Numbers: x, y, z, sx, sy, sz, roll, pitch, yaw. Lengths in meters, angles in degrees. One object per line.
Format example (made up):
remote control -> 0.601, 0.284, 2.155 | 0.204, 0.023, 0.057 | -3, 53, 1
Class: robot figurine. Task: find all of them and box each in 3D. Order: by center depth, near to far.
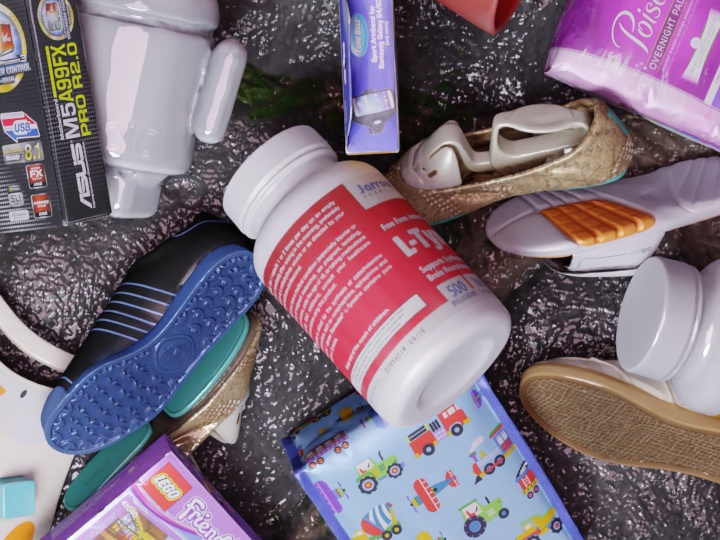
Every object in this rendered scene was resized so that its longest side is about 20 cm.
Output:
robot figurine -> -0.161, -0.139, 1.674 | 0.168, 0.113, 0.202 | 12, 95, 14

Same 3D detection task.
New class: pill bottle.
pill bottle -> 0.000, 0.000, 1.634 | 0.112, 0.112, 0.200 | -44, 71, 3
pill bottle -> 0.284, 0.054, 1.680 | 0.199, 0.111, 0.112 | 15, 95, -15

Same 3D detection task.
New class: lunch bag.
lunch bag -> 0.060, 0.172, 1.725 | 0.150, 0.094, 0.201 | -32, 104, -1

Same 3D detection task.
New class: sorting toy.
sorting toy -> -0.282, 0.110, 1.716 | 0.199, 0.107, 0.181 | 37, 74, -4

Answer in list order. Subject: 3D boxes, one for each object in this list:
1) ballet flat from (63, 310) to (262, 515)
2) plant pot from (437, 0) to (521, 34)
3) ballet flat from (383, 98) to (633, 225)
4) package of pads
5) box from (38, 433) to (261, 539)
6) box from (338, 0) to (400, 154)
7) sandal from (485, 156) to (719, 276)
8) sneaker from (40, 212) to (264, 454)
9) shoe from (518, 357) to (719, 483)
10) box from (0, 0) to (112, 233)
ballet flat -> -0.128, 0.116, 1.730 | 0.200, 0.071, 0.065 | -46, 120, 6
plant pot -> 0.052, -0.285, 1.635 | 0.176, 0.200, 0.202 | 25, 94, 6
ballet flat -> 0.089, -0.082, 1.684 | 0.198, 0.071, 0.065 | -15, 135, 11
package of pads -> 0.240, -0.155, 1.696 | 0.199, 0.076, 0.121 | 24, 92, -1
box -> -0.125, 0.233, 1.707 | 0.137, 0.039, 0.200 | -39, 110, 1
box -> 0.007, -0.141, 1.633 | 0.041, 0.200, 0.120 | -3, 96, -1
sandal -> 0.192, -0.026, 1.709 | 0.205, 0.079, 0.060 | -12, 123, -11
sneaker -> -0.154, 0.043, 1.708 | 0.200, 0.078, 0.070 | -42, 129, 0
shoe -> 0.211, 0.105, 1.737 | 0.199, 0.054, 0.070 | 19, 127, 2
box -> -0.263, -0.105, 1.651 | 0.199, 0.044, 0.162 | -4, 98, 42
